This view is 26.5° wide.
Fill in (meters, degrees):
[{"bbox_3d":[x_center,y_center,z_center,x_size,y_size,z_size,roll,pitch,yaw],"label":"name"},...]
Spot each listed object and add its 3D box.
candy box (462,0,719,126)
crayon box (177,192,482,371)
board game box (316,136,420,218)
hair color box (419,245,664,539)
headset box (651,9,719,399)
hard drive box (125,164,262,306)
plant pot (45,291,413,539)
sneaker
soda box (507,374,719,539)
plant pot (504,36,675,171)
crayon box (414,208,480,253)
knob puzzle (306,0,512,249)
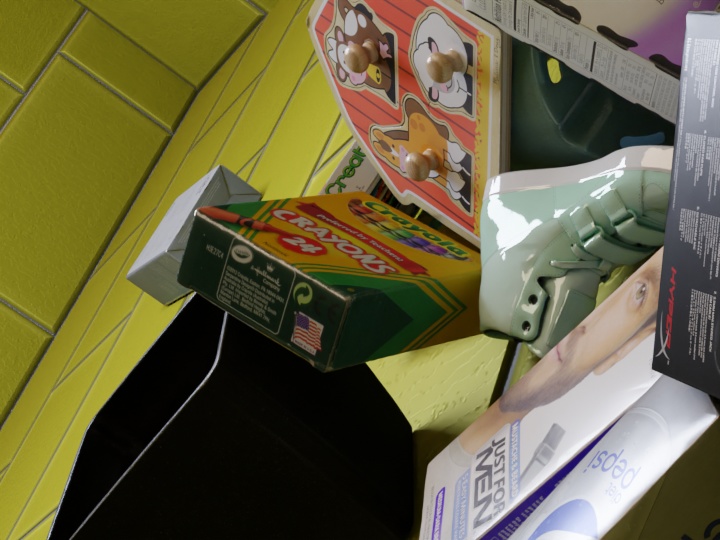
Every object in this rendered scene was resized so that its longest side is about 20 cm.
[{"bbox_3d":[0.182,-0.180,0.855,0.168,0.200,0.072,-56,-13,-9],"label":"candy box"},{"bbox_3d":[0.000,0.000,0.964,0.200,0.127,0.051,-10,-57,-53],"label":"crayon box"},{"bbox_3d":[0.047,-0.109,1.152,0.200,0.035,0.126,-56,-18,-8],"label":"board game box"},{"bbox_3d":[0.112,0.087,0.757,0.200,0.065,0.109,-45,16,27],"label":"hair color box"},{"bbox_3d":[0.190,-0.014,0.534,0.200,0.077,0.149,-156,68,-67],"label":"headset box"},{"bbox_3d":[-0.240,-0.048,2.178,0.156,0.077,0.200,-60,16,-22],"label":"hard drive box"},{"bbox_3d":[-0.074,0.134,1.015,0.200,0.177,0.200,-48,15,20],"label":"plant pot"},{"bbox_3d":[0.147,-0.003,0.876,0.200,0.074,0.118,-9,71,51],"label":"sneaker"},{"bbox_3d":[0.104,0.135,0.659,0.200,0.068,0.063,-49,15,17],"label":"soda box"},{"bbox_3d":[0.129,-0.145,1.014,0.200,0.200,0.196,-56,22,-8],"label":"plant pot"},{"bbox_3d":[0.072,-0.036,1.194,0.200,0.051,0.127,-61,15,-26],"label":"crayon box"},{"bbox_3d":[0.021,-0.120,1.002,0.030,0.220,0.220,-29,2,-26],"label":"knob puzzle"}]
